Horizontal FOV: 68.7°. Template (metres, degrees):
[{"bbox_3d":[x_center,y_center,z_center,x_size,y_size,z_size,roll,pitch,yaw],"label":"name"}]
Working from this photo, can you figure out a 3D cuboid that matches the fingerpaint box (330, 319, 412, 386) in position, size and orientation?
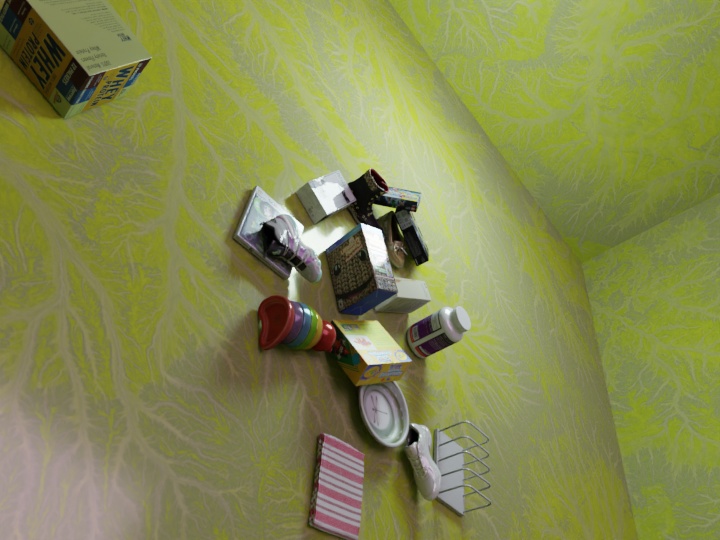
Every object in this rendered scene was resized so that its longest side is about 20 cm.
[{"bbox_3d":[0.017,0.214,1.397,0.197,0.075,0.167,7,32,-51],"label":"fingerpaint box"}]

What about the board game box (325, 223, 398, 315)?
[{"bbox_3d":[0.000,0.000,1.514,0.095,0.158,0.206,12,54,-47],"label":"board game box"}]

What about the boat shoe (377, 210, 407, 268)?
[{"bbox_3d":[0.115,-0.110,1.841,0.072,0.062,0.206,5,61,-51],"label":"boat shoe"}]

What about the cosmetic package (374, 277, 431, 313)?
[{"bbox_3d":[0.128,0.080,1.679,0.197,0.104,0.073,10,54,-51],"label":"cosmetic package"}]

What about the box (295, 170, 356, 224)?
[{"bbox_3d":[-0.103,-0.232,1.641,0.119,0.059,0.199,59,33,-2],"label":"box"}]

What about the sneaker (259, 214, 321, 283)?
[{"bbox_3d":[-0.190,-0.042,1.332,0.202,0.078,0.139,54,33,8],"label":"sneaker"}]

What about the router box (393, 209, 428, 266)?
[{"bbox_3d":[0.186,-0.134,1.896,0.205,0.051,0.158,65,13,-10],"label":"router box"}]

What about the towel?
[{"bbox_3d":[-0.051,0.490,1.194,0.145,0.029,0.205,37,42,-32],"label":"towel"}]

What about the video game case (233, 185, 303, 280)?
[{"bbox_3d":[-0.237,-0.103,1.396,0.181,0.023,0.204,41,38,-28],"label":"video game case"}]

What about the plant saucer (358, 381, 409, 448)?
[{"bbox_3d":[0.052,0.370,1.400,0.198,0.050,0.206,33,42,-35],"label":"plant saucer"}]

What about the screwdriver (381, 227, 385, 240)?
[{"bbox_3d":[0.081,-0.061,1.785,0.029,0.027,0.206,62,15,-56],"label":"screwdriver"}]

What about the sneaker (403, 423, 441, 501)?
[{"bbox_3d":[0.153,0.506,1.405,0.099,0.077,0.205,37,30,-43],"label":"sneaker"}]

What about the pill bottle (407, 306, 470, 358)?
[{"bbox_3d":[0.249,0.191,1.667,0.111,0.197,0.115,31,42,-34],"label":"pill bottle"}]

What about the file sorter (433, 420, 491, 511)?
[{"bbox_3d":[0.296,0.565,1.516,0.138,0.123,0.204,40,38,-25],"label":"file sorter"}]

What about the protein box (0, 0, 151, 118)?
[{"bbox_3d":[-0.589,-0.464,1.092,0.202,0.133,0.200,50,33,-13],"label":"protein box"}]

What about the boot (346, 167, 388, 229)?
[{"bbox_3d":[0.034,-0.227,1.741,0.202,0.149,0.074,51,34,-12],"label":"boot"}]

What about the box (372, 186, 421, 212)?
[{"bbox_3d":[0.110,-0.255,1.830,0.193,0.039,0.137,12,23,9],"label":"box"}]

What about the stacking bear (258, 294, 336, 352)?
[{"bbox_3d":[-0.138,0.142,1.273,0.198,0.112,0.125,28,44,-45],"label":"stacking bear"}]
